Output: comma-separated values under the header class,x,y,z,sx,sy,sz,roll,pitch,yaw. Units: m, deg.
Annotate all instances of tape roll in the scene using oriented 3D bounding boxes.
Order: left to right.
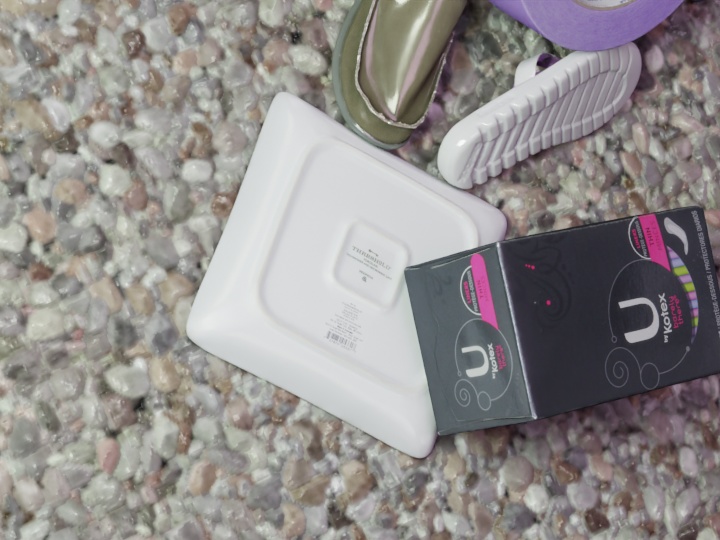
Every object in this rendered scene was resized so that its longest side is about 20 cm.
class,x,y,z,sx,sy,sz,roll,pitch,yaw
tape roll,0.168,-0.258,1.581,0.200,0.066,0.201,-20,127,-28

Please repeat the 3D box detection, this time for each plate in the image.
class,x,y,z,sx,sy,sz,roll,pitch,yaw
plate,0.000,0.000,1.547,0.199,0.032,0.201,29,66,-19

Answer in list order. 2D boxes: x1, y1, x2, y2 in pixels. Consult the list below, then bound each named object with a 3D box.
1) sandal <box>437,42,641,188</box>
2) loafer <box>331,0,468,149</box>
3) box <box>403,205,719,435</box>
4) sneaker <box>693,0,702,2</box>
class,x,y,z,sx,sy,sz,roll,pitch,yaw
sandal,0.127,-0.126,1.630,0.202,0.083,0.050,-27,54,-35
loafer,0.033,-0.183,1.588,0.075,0.070,0.201,19,68,-22
box,0.146,0.033,1.550,0.199,0.106,0.123,-11,88,-38
sneaker,0.238,-0.265,1.713,0.199,0.078,0.113,-6,79,-29
